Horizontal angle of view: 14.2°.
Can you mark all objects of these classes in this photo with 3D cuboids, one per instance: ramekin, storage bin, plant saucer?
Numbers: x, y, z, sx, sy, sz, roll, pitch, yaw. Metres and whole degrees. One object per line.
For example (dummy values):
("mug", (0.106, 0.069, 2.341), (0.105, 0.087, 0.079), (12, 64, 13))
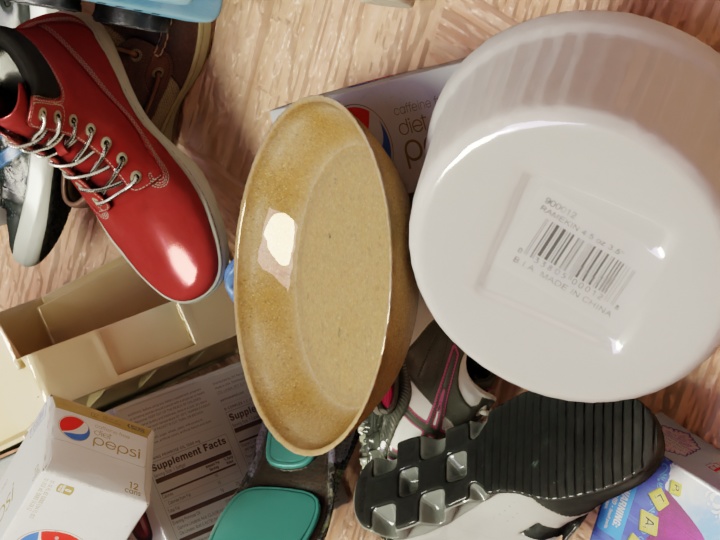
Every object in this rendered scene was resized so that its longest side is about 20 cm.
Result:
("ramekin", (0.121, -0.027, 1.522), (0.200, 0.098, 0.201), (8, 123, 13))
("storage bin", (-0.201, 0.056, 1.827), (0.198, 0.200, 0.094), (-26, 87, 44))
("plant saucer", (-0.014, 0.003, 1.607), (0.200, 0.035, 0.201), (-7, 82, 63))

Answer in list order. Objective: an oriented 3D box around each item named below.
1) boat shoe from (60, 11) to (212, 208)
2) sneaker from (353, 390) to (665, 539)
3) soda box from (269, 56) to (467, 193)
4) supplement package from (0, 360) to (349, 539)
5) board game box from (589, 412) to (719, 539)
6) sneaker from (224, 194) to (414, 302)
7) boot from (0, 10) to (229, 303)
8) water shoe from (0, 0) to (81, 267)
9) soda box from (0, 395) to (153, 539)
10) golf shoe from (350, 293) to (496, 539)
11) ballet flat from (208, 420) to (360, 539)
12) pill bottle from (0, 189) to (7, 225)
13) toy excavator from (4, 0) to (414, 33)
("boat shoe", (-0.150, -0.127, 1.811), (0.072, 0.072, 0.200), (37, 125, 28))
("sneaker", (0.100, 0.120, 1.632), (0.200, 0.088, 0.074), (-16, 53, 37))
("soda box", (0.043, -0.083, 1.655), (0.200, 0.064, 0.068), (-11, 96, 43))
("supplement package", (-0.141, 0.143, 1.830), (0.200, 0.156, 0.111), (-25, 86, 44))
("board game box", (0.208, 0.214, 1.613), (0.199, 0.041, 0.200), (32, 122, 32))
("sneaker", (0.000, 0.000, 1.706), (0.200, 0.085, 0.077), (-12, 95, 43))
("boot", (-0.162, -0.060, 1.714), (0.072, 0.144, 0.200), (-33, 88, 20))
("water shoe", (-0.224, -0.104, 1.859), (0.079, 0.072, 0.201), (7, 102, 9))
("soda box", (-0.192, 0.168, 1.708), (0.064, 0.068, 0.200), (-90, 26, -47))
("golf shoe", (0.039, 0.089, 1.699), (0.200, 0.088, 0.077), (88, 177, -47))
("ballet flat", (-0.041, 0.141, 1.735), (0.072, 0.201, 0.072), (12, 141, 10))
("pill bottle", (-0.290, -0.121, 1.914), (0.112, 0.112, 0.201), (-9, 96, 44))
("toy excavator", (-0.089, -0.185, 1.681), (0.200, 0.194, 0.100), (14, 94, 57))
